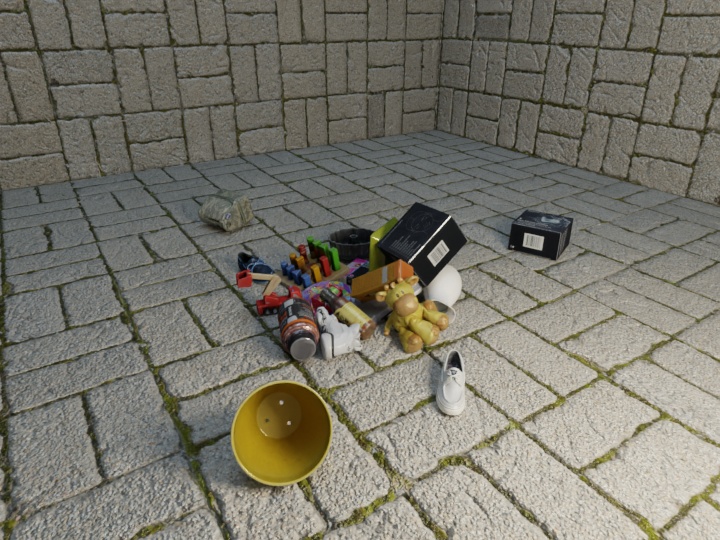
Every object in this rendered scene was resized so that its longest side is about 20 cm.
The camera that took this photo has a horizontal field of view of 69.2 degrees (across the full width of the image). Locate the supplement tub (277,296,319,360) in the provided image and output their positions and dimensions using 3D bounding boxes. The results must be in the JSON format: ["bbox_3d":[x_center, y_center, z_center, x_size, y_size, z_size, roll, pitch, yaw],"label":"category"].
[{"bbox_3d":[-0.171,0.162,1.447,0.105,0.109,0.200,-6,26,-12],"label":"supplement tub"}]

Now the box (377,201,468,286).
[{"bbox_3d":[0.190,-0.087,1.633,0.200,0.124,0.196,-47,35,-5],"label":"box"}]

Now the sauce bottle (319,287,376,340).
[{"bbox_3d":[-0.042,0.122,1.529,0.066,0.067,0.199,-23,49,-40],"label":"sauce bottle"}]

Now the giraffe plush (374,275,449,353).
[{"bbox_3d":[0.132,0.103,1.456,0.172,0.164,0.199,-42,40,-24],"label":"giraffe plush"}]

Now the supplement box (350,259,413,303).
[{"bbox_3d":[0.061,0.035,1.543,0.198,0.066,0.070,-24,53,37],"label":"supplement box"}]

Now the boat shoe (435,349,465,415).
[{"bbox_3d":[0.228,0.268,1.279,0.071,0.070,0.200,7,27,14],"label":"boat shoe"}]

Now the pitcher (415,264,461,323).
[{"bbox_3d":[0.227,0.068,1.636,0.169,0.123,0.201,7,38,14],"label":"pitcher"}]

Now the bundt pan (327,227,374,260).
[{"bbox_3d":[-0.024,-0.097,1.998,0.198,0.077,0.202,-2,23,1],"label":"bundt pan"}]

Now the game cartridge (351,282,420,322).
[{"bbox_3d":[0.076,0.080,1.619,0.199,0.039,0.129,-37,41,-12],"label":"game cartridge"}]

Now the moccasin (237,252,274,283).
[{"bbox_3d":[-0.377,-0.012,1.830,0.198,0.069,0.080,17,44,38],"label":"moccasin"}]

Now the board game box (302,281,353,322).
[{"bbox_3d":[-0.102,0.085,1.623,0.155,0.039,0.201,-8,41,-4],"label":"board game box"}]

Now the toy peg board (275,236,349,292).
[{"bbox_3d":[-0.177,-0.023,1.789,0.198,0.099,0.199,-32,39,-29],"label":"toy peg board"}]

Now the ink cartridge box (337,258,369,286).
[{"bbox_3d":[0.000,0.000,1.861,0.093,0.038,0.199,14,28,28],"label":"ink cartridge box"}]

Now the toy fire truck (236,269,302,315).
[{"bbox_3d":[-0.277,0.062,1.609,0.197,0.143,0.049,-9,27,-17],"label":"toy fire truck"}]

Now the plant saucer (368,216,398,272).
[{"bbox_3d":[0.093,-0.057,1.787,0.047,0.203,0.199,15,30,23],"label":"plant saucer"}]

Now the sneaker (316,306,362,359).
[{"bbox_3d":[-0.062,0.171,1.473,0.113,0.076,0.201,-5,32,-11],"label":"sneaker"}]

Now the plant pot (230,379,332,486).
[{"bbox_3d":[-0.166,0.316,1.079,0.197,0.204,0.142,-6,1,-13],"label":"plant pot"}]

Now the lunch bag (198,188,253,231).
[{"bbox_3d":[-0.585,-0.252,2.260,0.198,0.141,0.168,18,47,33],"label":"lunch bag"}]

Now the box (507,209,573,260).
[{"bbox_3d":[0.713,-0.145,2.065,0.194,0.119,0.199,16,29,30],"label":"box"}]
